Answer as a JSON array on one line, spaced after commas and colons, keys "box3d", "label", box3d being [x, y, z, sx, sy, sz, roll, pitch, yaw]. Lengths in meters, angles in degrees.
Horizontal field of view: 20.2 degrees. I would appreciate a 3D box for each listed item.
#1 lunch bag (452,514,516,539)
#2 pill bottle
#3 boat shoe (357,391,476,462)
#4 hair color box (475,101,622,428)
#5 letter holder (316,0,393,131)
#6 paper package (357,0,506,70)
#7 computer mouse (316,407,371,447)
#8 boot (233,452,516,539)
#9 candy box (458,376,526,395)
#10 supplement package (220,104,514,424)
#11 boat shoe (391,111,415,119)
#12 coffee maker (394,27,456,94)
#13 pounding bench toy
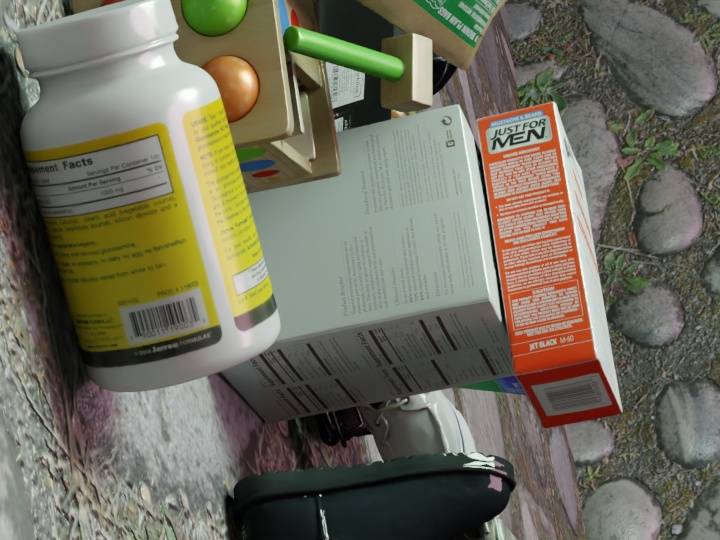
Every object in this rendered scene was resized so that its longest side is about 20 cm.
[{"box3d": [0.044, 0.235, 1.495, 0.200, 0.167, 0.140, 61, 20, -59], "label": "lunch bag"}, {"box3d": [-0.120, -0.044, 1.105, 0.112, 0.112, 0.201, -59, 136, -75], "label": "pill bottle"}, {"box3d": [0.023, 0.103, 1.579, 0.067, 0.074, 0.200, 33, 19, -47], "label": "boat shoe"}, {"box3d": [0.133, -0.003, 1.430, 0.111, 0.064, 0.201, 57, 25, -61], "label": "hair color box"}, {"box3d": [-0.058, -0.191, 1.595, 0.100, 0.142, 0.201, -24, 123, -48], "label": "letter holder"}, {"box3d": [-0.006, -0.245, 1.358, 0.191, 0.104, 0.200, 40, 8, 34], "label": "paper package"}, {"box3d": [-0.028, 0.077, 1.659, 0.200, 0.046, 0.141, 2, 70, -75], "label": "computer mouse"}, {"box3d": [0.017, 0.213, 1.338, 0.076, 0.199, 0.169, 109, -26, -62], "label": "boot"}, {"box3d": [0.053, 0.010, 1.664, 0.200, 0.169, 0.077, 54, 54, -35], "label": "candy box"}, {"box3d": [0.000, 0.000, 1.444, 0.151, 0.199, 0.152, 57, 23, -63], "label": "supplement package"}, {"box3d": [-0.029, -0.188, 1.698, 0.200, 0.068, 0.072, 53, 16, 4], "label": "boat shoe"}, {"box3d": [0.026, -0.263, 1.843, 0.135, 0.192, 0.201, 64, 10, -73], "label": "coffee maker"}, {"box3d": [-0.061, -0.129, 1.264, 0.156, 0.199, 0.125, 35, 46, -76], "label": "pounding bench toy"}]
